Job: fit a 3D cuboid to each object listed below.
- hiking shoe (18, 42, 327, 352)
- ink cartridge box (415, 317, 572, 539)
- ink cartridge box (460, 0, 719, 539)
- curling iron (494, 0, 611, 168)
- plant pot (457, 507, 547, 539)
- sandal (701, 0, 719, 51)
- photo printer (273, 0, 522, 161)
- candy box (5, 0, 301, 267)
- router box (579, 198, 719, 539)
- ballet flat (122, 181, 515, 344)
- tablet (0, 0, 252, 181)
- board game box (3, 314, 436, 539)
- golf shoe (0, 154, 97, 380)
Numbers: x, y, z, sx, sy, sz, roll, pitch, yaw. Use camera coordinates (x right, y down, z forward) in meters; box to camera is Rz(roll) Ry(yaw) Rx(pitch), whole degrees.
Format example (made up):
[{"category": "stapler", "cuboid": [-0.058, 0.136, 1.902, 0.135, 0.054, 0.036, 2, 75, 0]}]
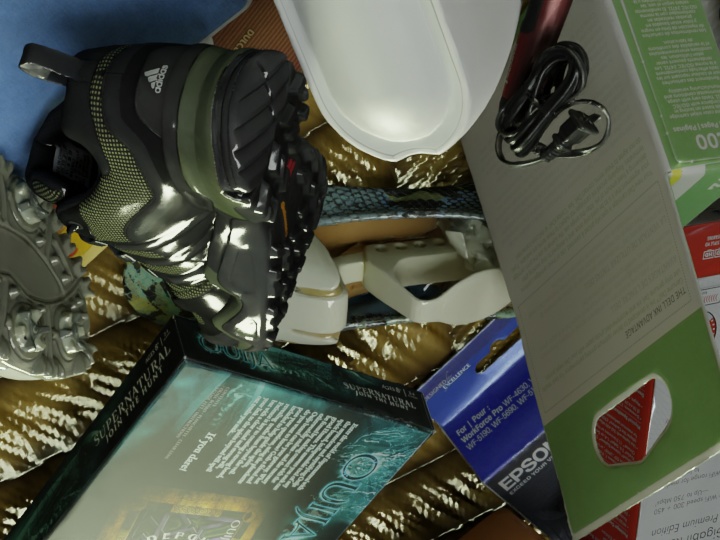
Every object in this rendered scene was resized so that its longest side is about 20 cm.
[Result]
[{"category": "hiking shoe", "cuboid": [-0.070, -0.034, 0.774, 0.100, 0.076, 0.200, 16, 156, 8]}, {"category": "ink cartridge box", "cuboid": [0.121, 0.090, 1.018, 0.099, 0.039, 0.200, -44, 126, 9]}, {"category": "ink cartridge box", "cuboid": [0.103, -0.011, 0.816, 0.048, 0.201, 0.146, -9, 162, -24]}, {"category": "curling iron", "cuboid": [0.091, -0.131, 0.751, 0.025, 0.049, 0.201, 1, 109, -49]}, {"category": "plant pot", "cuboid": [0.079, 0.210, 0.991, 0.140, 0.200, 0.200, -51, 126, -3]}, {"category": "sandal", "cuboid": [0.150, -0.151, 0.848, 0.082, 0.050, 0.203, -27, 156, 11]}, {"category": "photo printer", "cuboid": [0.007, -0.152, 0.743, 0.069, 0.167, 0.201, -7, 129, 20]}, {"category": "candy box", "cuboid": [-0.116, -0.076, 0.805, 0.200, 0.057, 0.117, -40, 127, 7]}, {"category": "router box", "cuboid": [0.202, 0.043, 0.981, 0.199, 0.049, 0.181, -9, 115, -28]}, {"category": "ballet flat", "cuboid": [0.000, 0.000, 0.893, 0.199, 0.074, 0.075, -10, 124, -16]}, {"category": "tablet", "cuboid": [-0.143, -0.075, 0.738, 0.200, 0.014, 0.130, -37, 140, 5]}, {"category": "board game box", "cuboid": [-0.076, 0.111, 0.928, 0.135, 0.028, 0.200, 19, 125, -34]}, {"category": "golf shoe", "cuboid": [-0.178, -0.004, 0.740, 0.097, 0.079, 0.200, -17, 153, 28]}]
